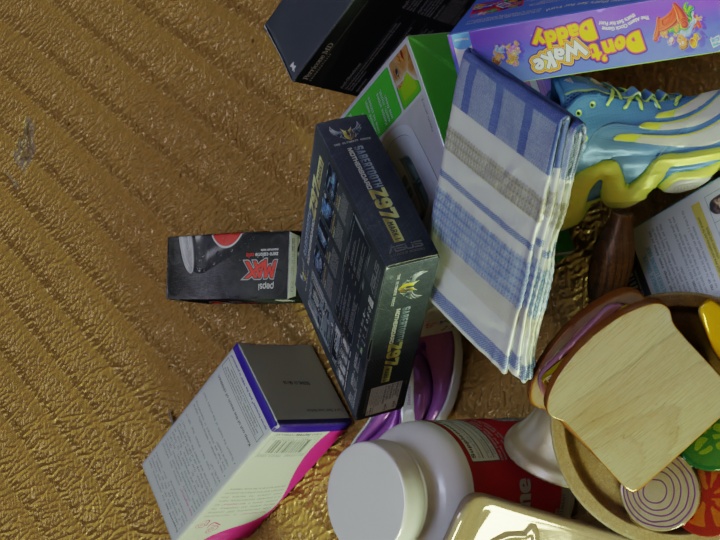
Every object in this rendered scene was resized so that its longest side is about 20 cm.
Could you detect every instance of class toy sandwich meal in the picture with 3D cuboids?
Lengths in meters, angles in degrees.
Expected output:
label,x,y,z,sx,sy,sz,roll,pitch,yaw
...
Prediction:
label,x,y,z,sx,sy,sz,roll,pitch,yaw
toy sandwich meal,0.222,0.105,0.941,0.202,0.070,0.209,1,98,6

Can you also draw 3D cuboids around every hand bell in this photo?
label,x,y,z,sx,sy,sz,roll,pitch,yaw
hand bell,0.177,0.051,1.007,0.104,0.103,0.203,29,117,42

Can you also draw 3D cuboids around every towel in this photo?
label,x,y,z,sx,sy,sz,roll,pitch,yaw
towel,0.098,-0.040,0.956,0.147,0.023,0.203,44,133,51

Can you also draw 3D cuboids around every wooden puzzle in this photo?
label,x,y,z,sx,sy,sz,roll,pitch,yaw
wooden puzzle,0.124,0.262,1.018,0.046,0.197,0.187,-120,49,-63

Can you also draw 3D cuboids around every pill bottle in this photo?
label,x,y,z,sx,sy,sz,roll,pitch,yaw
pill bottle,0.072,0.175,1.060,0.111,0.198,0.114,-4,84,45

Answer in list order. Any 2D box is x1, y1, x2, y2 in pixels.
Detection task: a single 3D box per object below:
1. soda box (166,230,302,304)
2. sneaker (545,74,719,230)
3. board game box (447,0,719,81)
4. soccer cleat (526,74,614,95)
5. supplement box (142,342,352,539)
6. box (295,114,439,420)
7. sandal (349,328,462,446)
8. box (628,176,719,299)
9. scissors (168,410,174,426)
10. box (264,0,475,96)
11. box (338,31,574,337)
label,x,y,z,sx,sy,sz,roll,pitch,yaw
soda box,-0.116,-0.002,1.362,0.198,0.063,0.072,-2,86,45
sneaker,0.196,-0.105,0.979,0.198,0.106,0.076,-26,34,9
board game box,0.178,-0.192,0.989,0.197,0.135,0.045,-5,117,26
soccer cleat,0.151,-0.143,1.098,0.200,0.066,0.077,41,100,34
supplement box,-0.116,0.173,1.321,0.201,0.100,0.104,-51,54,30
box,0.000,0.000,1.095,0.202,0.050,0.159,101,150,-48
sandal,0.033,0.128,1.209,0.082,0.049,0.205,39,114,39
box,0.278,-0.025,0.973,0.199,0.049,0.083,-34,64,39
scissors,-0.183,0.223,1.413,0.014,0.073,0.202,-30,61,9
box,0.030,-0.251,1.179,0.200,0.140,0.079,-49,56,30
box,0.069,-0.068,1.119,0.176,0.095,0.203,-40,63,56
